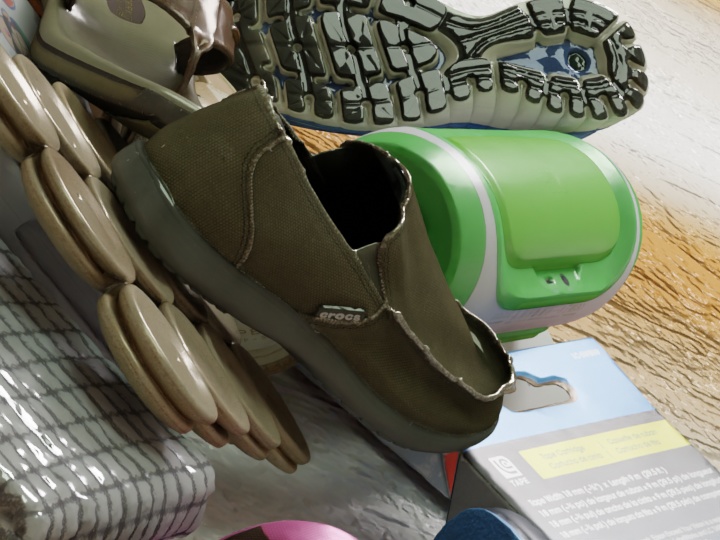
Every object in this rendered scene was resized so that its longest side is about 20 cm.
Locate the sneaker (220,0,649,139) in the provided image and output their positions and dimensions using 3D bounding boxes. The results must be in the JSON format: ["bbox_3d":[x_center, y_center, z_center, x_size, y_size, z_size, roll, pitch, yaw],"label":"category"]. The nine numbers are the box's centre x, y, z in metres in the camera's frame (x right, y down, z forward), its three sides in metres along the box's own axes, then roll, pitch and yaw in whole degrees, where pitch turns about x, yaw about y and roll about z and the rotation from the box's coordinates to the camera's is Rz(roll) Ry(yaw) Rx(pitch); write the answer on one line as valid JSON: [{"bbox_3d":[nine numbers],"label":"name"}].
[{"bbox_3d":[0.023,-0.077,1.276,0.199,0.089,0.079,6,64,-19],"label":"sneaker"}]

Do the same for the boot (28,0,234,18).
[{"bbox_3d":[-0.083,-0.110,1.287,0.200,0.097,0.075,46,20,25],"label":"boot"}]

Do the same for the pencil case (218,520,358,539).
[{"bbox_3d":[-0.014,0.162,0.800,0.200,0.093,0.091,-112,-171,-57],"label":"pencil case"}]

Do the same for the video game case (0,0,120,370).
[{"bbox_3d":[-0.126,-0.060,1.045,0.182,0.024,0.200,56,7,-49],"label":"video game case"}]

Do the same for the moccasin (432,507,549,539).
[{"bbox_3d":[0.086,0.170,0.983,0.068,0.080,0.200,2,52,-47],"label":"moccasin"}]

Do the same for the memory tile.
[{"bbox_3d":[-0.076,-0.003,0.964,0.154,0.017,0.200,59,5,13],"label":"memory tile"}]

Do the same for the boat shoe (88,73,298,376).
[{"bbox_3d":[-0.071,-0.048,1.166,0.200,0.071,0.065,56,-10,37],"label":"boat shoe"}]

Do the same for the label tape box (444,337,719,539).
[{"bbox_3d":[0.102,0.120,1.106,0.200,0.063,0.144,46,28,25],"label":"label tape box"}]

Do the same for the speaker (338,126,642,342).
[{"bbox_3d":[0.048,-0.015,1.179,0.088,0.089,0.200,43,18,18],"label":"speaker"}]

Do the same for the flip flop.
[{"bbox_3d":[-0.078,-0.093,1.093,0.081,0.058,0.200,33,14,-18],"label":"flip flop"}]

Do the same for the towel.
[{"bbox_3d":[-0.152,0.029,0.865,0.200,0.086,0.166,45,12,9],"label":"towel"}]

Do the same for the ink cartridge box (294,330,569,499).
[{"bbox_3d":[0.052,0.048,1.235,0.200,0.057,0.162,37,18,15],"label":"ink cartridge box"}]

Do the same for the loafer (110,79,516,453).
[{"bbox_3d":[0.000,0.000,1.006,0.200,0.070,0.075,35,19,-46],"label":"loafer"}]
